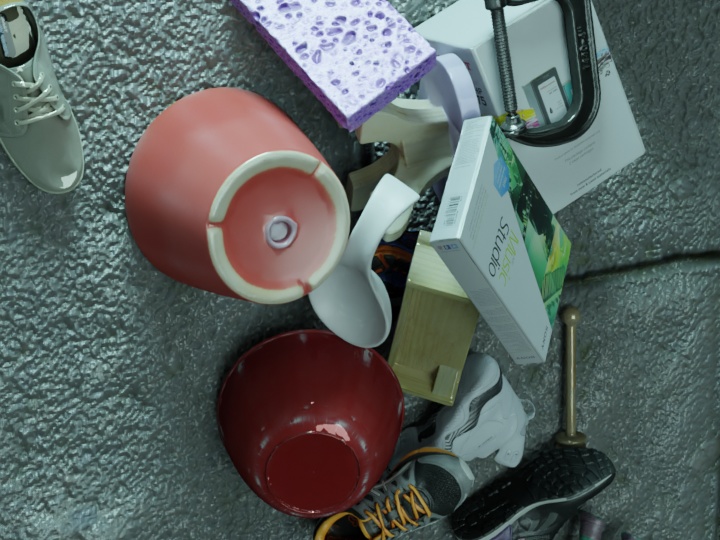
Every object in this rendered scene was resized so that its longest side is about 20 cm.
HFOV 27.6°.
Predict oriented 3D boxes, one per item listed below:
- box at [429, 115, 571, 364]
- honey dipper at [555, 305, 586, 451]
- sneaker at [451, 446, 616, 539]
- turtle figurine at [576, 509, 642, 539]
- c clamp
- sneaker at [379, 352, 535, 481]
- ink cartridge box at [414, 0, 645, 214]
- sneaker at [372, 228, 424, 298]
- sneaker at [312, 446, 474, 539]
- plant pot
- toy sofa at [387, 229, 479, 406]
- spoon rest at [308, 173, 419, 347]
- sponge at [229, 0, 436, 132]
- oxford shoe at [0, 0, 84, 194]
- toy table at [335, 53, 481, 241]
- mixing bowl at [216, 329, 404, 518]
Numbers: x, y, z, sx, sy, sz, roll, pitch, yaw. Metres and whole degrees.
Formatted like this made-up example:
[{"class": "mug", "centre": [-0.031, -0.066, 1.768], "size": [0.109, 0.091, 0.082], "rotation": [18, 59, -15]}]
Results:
[{"class": "box", "centre": [0.137, -0.026, 1.389], "size": [0.200, 0.036, 0.146], "rotation": [52, 45, -42]}, {"class": "honey dipper", "centre": [0.243, 0.140, 1.702], "size": [0.037, 0.038, 0.203], "rotation": [-8, 103, -24]}, {"class": "sneaker", "centre": [0.206, 0.277, 1.692], "size": [0.198, 0.076, 0.088], "rotation": [-26, 127, 3]}, {"class": "turtle figurine", "centre": [0.262, 0.396, 1.748], "size": [0.149, 0.100, 0.202], "rotation": [30, 84, -30]}, {"class": "c clamp", "centre": [0.155, -0.206, 1.400], "size": [0.169, 0.027, 0.202], "rotation": [-25, 112, -23]}, {"class": "sneaker", "centre": [0.111, 0.199, 1.625], "size": [0.115, 0.075, 0.201], "rotation": [39, 87, -31]}, {"class": "ink cartridge box", "centre": [0.169, -0.184, 1.507], "size": [0.145, 0.146, 0.202], "rotation": [-32, 115, -14]}, {"class": "sneaker", "centre": [0.069, -0.005, 1.548], "size": [0.075, 0.079, 0.199], "rotation": [-31, 142, 26]}, {"class": "sneaker", "centre": [0.033, 0.252, 1.541], "size": [0.199, 0.077, 0.079], "rotation": [-30, 98, 26]}, {"class": "plant pot", "centre": [-0.106, -0.059, 1.384], "size": [0.198, 0.177, 0.203], "rotation": [-8, 109, -24]}, {"class": "toy sofa", "centre": [0.081, 0.039, 1.488], "size": [0.082, 0.201, 0.098], "rotation": [15, 54, 3]}, {"class": "spoon rest", "centre": [0.000, 0.000, 1.401], "size": [0.061, 0.099, 0.201], "rotation": [-42, 160, -42]}, {"class": "sponge", "centre": [-0.030, -0.234, 1.382], "size": [0.111, 0.200, 0.030], "rotation": [-36, 159, -13]}, {"class": "oxford shoe", "centre": [-0.301, -0.159, 1.329], "size": [0.074, 0.058, 0.202], "rotation": [-25, 115, -21]}, {"class": "toy table", "centre": [0.046, -0.122, 1.457], "size": [0.116, 0.185, 0.201], "rotation": [-16, 144, -11]}, {"class": "mixing bowl", "centre": [-0.048, 0.173, 1.477], "size": [0.197, 0.109, 0.203], "rotation": [-2, 118, -4]}]
